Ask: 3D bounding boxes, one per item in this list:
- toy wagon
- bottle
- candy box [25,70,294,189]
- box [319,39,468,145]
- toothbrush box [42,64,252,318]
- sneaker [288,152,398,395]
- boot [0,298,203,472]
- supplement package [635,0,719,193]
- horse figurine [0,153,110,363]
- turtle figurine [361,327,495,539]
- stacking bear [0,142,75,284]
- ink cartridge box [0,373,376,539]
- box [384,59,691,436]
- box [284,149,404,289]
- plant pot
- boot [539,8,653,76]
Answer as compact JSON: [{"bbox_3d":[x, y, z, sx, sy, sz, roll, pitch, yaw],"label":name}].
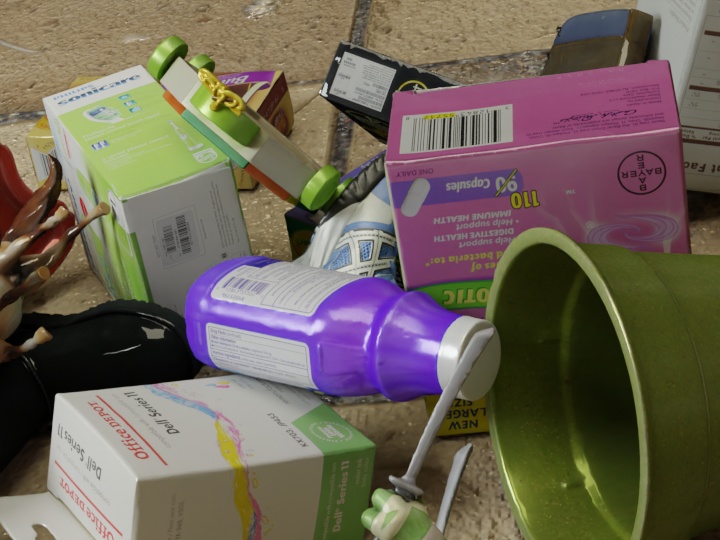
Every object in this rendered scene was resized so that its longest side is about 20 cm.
[{"bbox_3d":[-0.079,-0.096,1.242,0.155,0.040,0.200,40,5,12],"label":"toy wagon"},{"bbox_3d":[-0.011,0.037,1.092,0.198,0.066,0.083,10,23,35],"label":"bottle"},{"bbox_3d":[-0.168,-0.118,1.547,0.198,0.057,0.117,0,32,19],"label":"candy box"},{"bbox_3d":[0.086,-0.096,1.302,0.198,0.050,0.161,21,1,17],"label":"box"},{"bbox_3d":[-0.150,-0.041,1.322,0.085,0.147,0.200,-20,32,-15],"label":"toothbrush box"},{"bbox_3d":[0.000,0.000,1.248,0.077,0.076,0.201,32,73,14],"label":"sneaker"},{"bbox_3d":[-0.219,0.089,1.199,0.196,0.074,0.163,-1,29,30],"label":"boot"},{"bbox_3d":[0.270,-0.169,1.326,0.116,0.202,0.117,4,28,-15],"label":"supplement package"},{"bbox_3d":[-0.235,0.013,1.204,0.132,0.050,0.201,-30,29,31],"label":"horse figurine"},{"bbox_3d":[0.011,0.162,0.941,0.192,0.202,0.144,-22,-2,-12],"label":"turtle figurine"},{"bbox_3d":[-0.335,-0.035,1.415,0.199,0.122,0.114,9,60,46],"label":"stacking bear"},{"bbox_3d":[-0.105,0.117,1.058,0.198,0.068,0.117,-5,24,-34],"label":"ink cartridge box"},{"bbox_3d":[0.116,-0.011,1.133,0.174,0.202,0.097,-5,31,8],"label":"box"},{"bbox_3d":[0.052,-0.024,1.330,0.199,0.049,0.117,22,44,40],"label":"box"},{"bbox_3d":[0.193,0.066,1.025,0.188,0.202,0.200,-7,28,-20],"label":"plant pot"},{"bbox_3d":[0.165,-0.138,1.381,0.074,0.098,0.200,20,-5,-19],"label":"boot"}]
